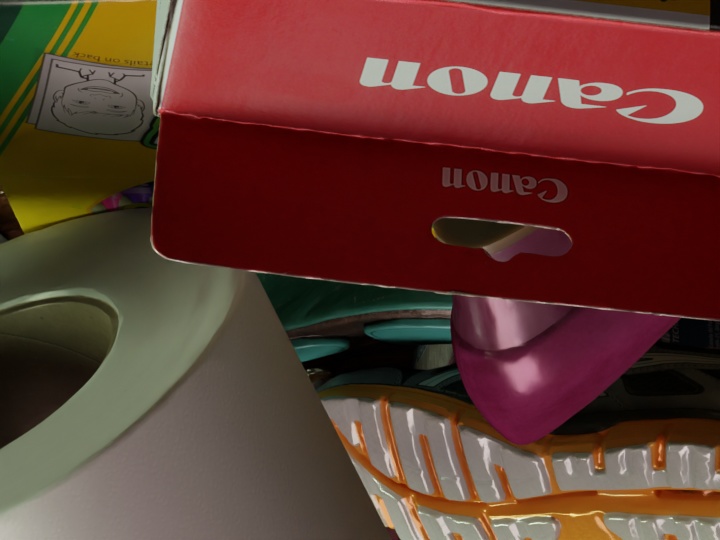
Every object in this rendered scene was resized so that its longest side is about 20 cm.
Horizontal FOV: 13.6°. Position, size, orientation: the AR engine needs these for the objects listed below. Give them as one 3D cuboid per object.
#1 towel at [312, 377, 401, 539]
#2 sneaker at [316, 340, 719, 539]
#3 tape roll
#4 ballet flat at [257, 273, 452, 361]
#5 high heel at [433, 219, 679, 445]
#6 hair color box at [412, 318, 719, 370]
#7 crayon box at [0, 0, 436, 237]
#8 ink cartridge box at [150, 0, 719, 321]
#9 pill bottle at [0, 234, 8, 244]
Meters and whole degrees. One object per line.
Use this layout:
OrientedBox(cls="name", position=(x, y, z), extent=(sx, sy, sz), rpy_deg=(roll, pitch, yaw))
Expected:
OrientedBox(cls="towel", position=(0.078, 0.096, 1.260), extent=(0.199, 0.146, 0.030), rpy_deg=(9, 116, -14))
OrientedBox(cls="sneaker", position=(0.074, 0.060, 1.118), extent=(0.199, 0.077, 0.078), rpy_deg=(5, 134, 25))
OrientedBox(cls="tape roll", position=(-0.099, 0.092, 0.992), extent=(0.202, 0.203, 0.140), rpy_deg=(-13, 118, 29))
OrientedBox(cls="ballet flat", position=(0.000, 0.000, 1.118), extent=(0.199, 0.071, 0.067), rpy_deg=(-8, 173, 16))
OrientedBox(cls="high heel", position=(0.116, -0.021, 0.986), extent=(0.199, 0.067, 0.096), rpy_deg=(-24, 132, -8))
OrientedBox(cls="hair color box", position=(0.127, 0.050, 1.222), extent=(0.199, 0.061, 0.100), rpy_deg=(8, 152, -11))
OrientedBox(cls="crayon box", position=(-0.028, -0.069, 0.990), extent=(0.199, 0.059, 0.173), rpy_deg=(-1, 154, 7))
OrientedBox(cls="ink cartridge box", position=(0.047, -0.086, 0.812), extent=(0.199, 0.176, 0.084), rpy_deg=(5, 155, -7))
OrientedBox(cls="pill bottle", position=(-0.188, 0.082, 1.156), extent=(0.114, 0.201, 0.114), rpy_deg=(2, 155, 1))
